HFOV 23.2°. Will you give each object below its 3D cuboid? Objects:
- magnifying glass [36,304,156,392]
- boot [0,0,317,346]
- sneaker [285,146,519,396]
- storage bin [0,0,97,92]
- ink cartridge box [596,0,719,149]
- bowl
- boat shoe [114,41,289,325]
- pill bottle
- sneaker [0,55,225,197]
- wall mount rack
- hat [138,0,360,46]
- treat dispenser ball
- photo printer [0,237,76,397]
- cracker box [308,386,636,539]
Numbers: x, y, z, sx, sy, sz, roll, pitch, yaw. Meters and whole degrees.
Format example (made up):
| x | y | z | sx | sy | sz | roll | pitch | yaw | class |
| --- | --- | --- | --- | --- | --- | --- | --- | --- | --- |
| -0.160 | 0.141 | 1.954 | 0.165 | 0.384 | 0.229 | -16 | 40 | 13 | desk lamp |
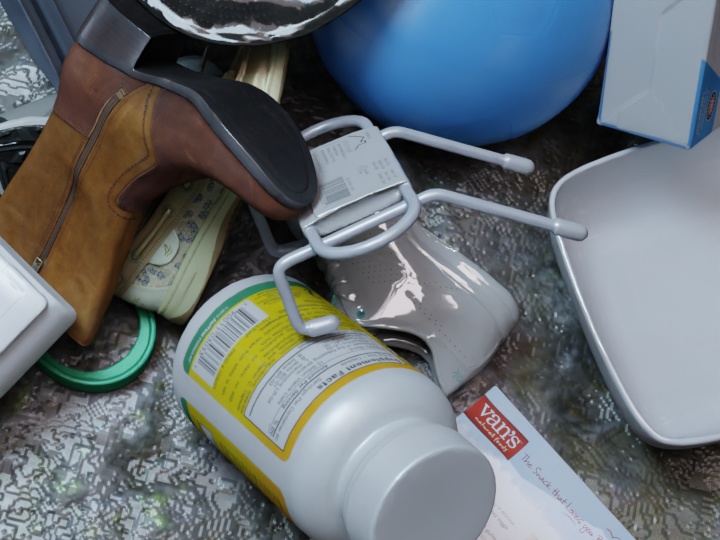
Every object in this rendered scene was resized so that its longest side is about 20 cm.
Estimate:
| x | y | z | sx | sy | sz | roll | pitch | yaw | class |
| --- | --- | --- | --- | --- | --- | --- | --- | --- | --- |
| -0.214 | 0.001 | 1.120 | 0.200 | 0.022 | 0.080 | 40 | 70 | 8 | magnifying glass |
| -0.133 | -0.034 | 1.029 | 0.188 | 0.200 | 0.068 | 39 | 26 | 15 | boot |
| 0.000 | 0.000 | 1.114 | 0.200 | 0.075 | 0.089 | 36 | 71 | 6 | sneaker |
| -0.182 | -0.235 | 1.097 | 0.134 | 0.200 | 0.146 | -29 | 32 | -10 | storage bin |
| 0.230 | -0.166 | 1.151 | 0.068 | 0.115 | 0.200 | 18 | 28 | 25 | ink cartridge box |
| 0.229 | 0.014 | 1.131 | 0.200 | 0.075 | 0.200 | -17 | 70 | -12 | bowl |
| -0.098 | -0.065 | 1.078 | 0.063 | 0.073 | 0.200 | 21 | 98 | -10 | boat shoe |
| -0.015 | 0.090 | 1.008 | 0.113 | 0.113 | 0.200 | -35 | 40 | -17 | pill bottle |
| -0.173 | -0.090 | 1.135 | 0.200 | 0.074 | 0.079 | -15 | 41 | -16 | sneaker |
| 0.027 | -0.037 | 1.021 | 0.174 | 0.200 | 0.075 | -23 | 116 | -1 | wall mount rack |
| -0.051 | -0.222 | 1.044 | 0.201 | 0.081 | 0.201 | -1 | 85 | 7 | hat |
| 0.065 | -0.179 | 1.121 | 0.201 | 0.201 | 0.201 | 2 | 68 | -5 | treat dispenser ball |
| -0.294 | 0.043 | 1.047 | 0.166 | 0.069 | 0.200 | 43 | 87 | 12 | photo printer |
| 0.050 | 0.184 | 1.054 | 0.200 | 0.058 | 0.134 | -38 | 77 | -17 | cracker box |
